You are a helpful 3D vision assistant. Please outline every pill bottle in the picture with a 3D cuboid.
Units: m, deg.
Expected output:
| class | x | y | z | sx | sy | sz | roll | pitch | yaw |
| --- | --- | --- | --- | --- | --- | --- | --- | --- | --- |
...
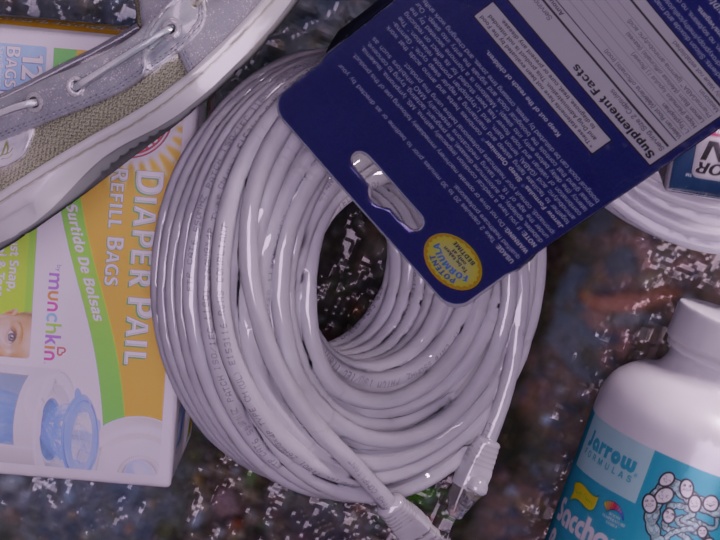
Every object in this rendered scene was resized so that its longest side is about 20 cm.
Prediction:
| class | x | y | z | sx | sy | sz | roll | pitch | yaw |
| --- | --- | --- | --- | --- | --- | --- | --- | --- | --- |
| pill bottle | 0.146 | 0.118 | 0.993 | 0.110 | 0.111 | 0.201 | 18 | 98 | -2 |

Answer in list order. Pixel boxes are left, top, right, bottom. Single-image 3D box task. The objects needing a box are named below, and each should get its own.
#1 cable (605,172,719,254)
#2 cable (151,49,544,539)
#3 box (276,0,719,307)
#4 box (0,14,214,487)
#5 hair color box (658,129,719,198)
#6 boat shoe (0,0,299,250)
| class | x | y | z | sx | sy | sz | roll | pitch | yaw |
| --- | --- | --- | --- | --- | --- | --- | --- | --- | --- |
| cable | 0.173 | -0.106 | 0.981 | 0.199 | 0.069 | 0.201 | -32 | 97 | 5 |
| cable | 0.000 | 0.000 | 0.947 | 0.200 | 0.069 | 0.201 | 36 | 73 | -39 |
| box | 0.074 | -0.082 | 0.837 | 0.200 | 0.032 | 0.121 | -36 | 104 | 27 |
| box | -0.128 | -0.013 | 0.982 | 0.112 | 0.101 | 0.202 | 4 | 98 | 0 |
| hair color box | 0.165 | -0.136 | 0.882 | 0.060 | 0.100 | 0.201 | 9 | 106 | -1 |
| boat shoe | -0.100 | -0.086 | 0.885 | 0.201 | 0.074 | 0.065 | -36 | 101 | 12 |
